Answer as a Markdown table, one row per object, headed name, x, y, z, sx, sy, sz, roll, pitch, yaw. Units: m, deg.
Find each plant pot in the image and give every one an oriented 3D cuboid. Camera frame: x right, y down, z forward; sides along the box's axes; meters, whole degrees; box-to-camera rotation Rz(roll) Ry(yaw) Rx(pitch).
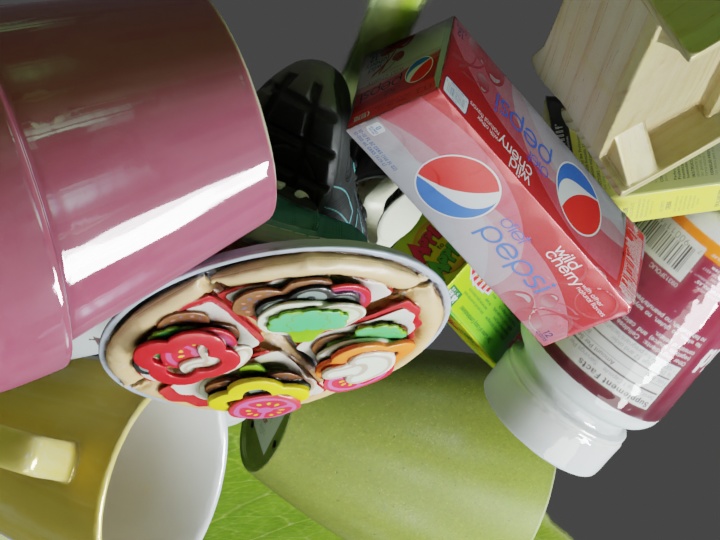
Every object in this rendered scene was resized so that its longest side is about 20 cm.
| name | x | y | z | sx | sy | sz | roll | pitch | yaw |
| --- | --- | --- | --- | --- | --- | --- | --- | --- | --- |
| plant pot | -0.148 | -0.057 | 1.277 | 0.178 | 0.201 | 0.200 | -19 | 163 | -15 |
| plant pot | 0.017 | 0.132 | 1.881 | 0.199 | 0.188 | 0.187 | 19 | 150 | -22 |

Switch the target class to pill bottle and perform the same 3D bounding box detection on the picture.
| name | x | y | z | sx | sy | sz | roll | pitch | yaw |
| --- | --- | --- | --- | --- | --- | --- | --- | --- | --- |
| pill bottle | 0.176 | 0.029 | 1.600 | 0.114 | 0.114 | 0.200 | 15 | 120 | -47 |

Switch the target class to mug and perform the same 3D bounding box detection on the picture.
| name | x | y | z | sx | sy | sz | roll | pitch | yaw |
| --- | --- | --- | --- | --- | --- | --- | --- | --- | --- |
| mug | -0.189 | 0.105 | 1.574 | 0.152 | 0.150 | 0.187 | 16 | 145 | 26 |

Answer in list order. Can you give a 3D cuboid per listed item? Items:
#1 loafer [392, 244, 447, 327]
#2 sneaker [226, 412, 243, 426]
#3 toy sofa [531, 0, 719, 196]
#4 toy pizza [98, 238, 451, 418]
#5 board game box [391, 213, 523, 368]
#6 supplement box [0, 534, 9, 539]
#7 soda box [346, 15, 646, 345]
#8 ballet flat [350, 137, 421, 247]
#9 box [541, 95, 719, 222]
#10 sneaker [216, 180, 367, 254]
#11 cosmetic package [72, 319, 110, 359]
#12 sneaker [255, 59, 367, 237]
| name | x | y | z | sx | sy | sz | roll | pitch | yaw |
| --- | --- | --- | --- | --- | --- | --- | --- | --- | --- |
| loafer | 0.000 | 0.000 | 1.649 | 0.199 | 0.073 | 0.072 | -1 | 152 | -45 |
| sneaker | -0.093 | 0.063 | 1.662 | 0.080 | 0.077 | 0.200 | 2 | 164 | 16 |
| toy sofa | 0.165 | -0.131 | 1.355 | 0.083 | 0.098 | 0.200 | -29 | 164 | -15 |
| toy pizza | -0.046 | 0.041 | 1.391 | 0.199 | 0.032 | 0.200 | -8 | 154 | -4 |
| board game box | 0.092 | -0.004 | 1.620 | 0.102 | 0.048 | 0.200 | -47 | 156 | -2 |
| supplement box | -0.274 | 0.146 | 1.732 | 0.134 | 0.201 | 0.200 | -20 | 157 | 30 |
| soda box | 0.079 | -0.048 | 1.424 | 0.070 | 0.064 | 0.200 | -22 | 126 | 32 |
| ballet flat | -0.005 | -0.039 | 1.528 | 0.068 | 0.069 | 0.200 | 2 | 158 | -25 |
| box | 0.212 | -0.077 | 1.505 | 0.199 | 0.076 | 0.050 | -9 | 162 | 0 |
| sneaker | -0.085 | -0.045 | 1.392 | 0.199 | 0.080 | 0.071 | 15 | 156 | 7 |
| cosmetic package | -0.185 | -0.004 | 1.503 | 0.199 | 0.072 | 0.102 | -12 | 134 | 13 |
| sneaker | -0.035 | -0.038 | 1.457 | 0.079 | 0.075 | 0.201 | -30 | 141 | -47 |
